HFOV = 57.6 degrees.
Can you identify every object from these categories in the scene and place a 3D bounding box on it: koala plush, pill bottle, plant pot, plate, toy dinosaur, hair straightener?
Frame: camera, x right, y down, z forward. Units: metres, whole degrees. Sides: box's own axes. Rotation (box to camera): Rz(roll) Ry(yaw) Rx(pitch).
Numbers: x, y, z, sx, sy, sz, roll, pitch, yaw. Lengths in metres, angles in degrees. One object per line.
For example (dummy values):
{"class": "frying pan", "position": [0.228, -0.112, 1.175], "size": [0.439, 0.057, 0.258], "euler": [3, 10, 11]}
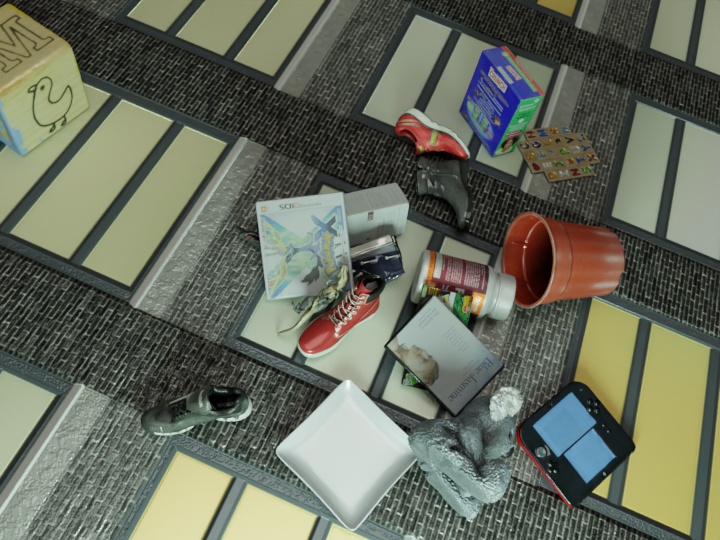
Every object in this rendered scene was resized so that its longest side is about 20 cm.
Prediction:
{"class": "koala plush", "position": [0.207, 0.298, 1.178], "size": [0.184, 0.178, 0.200], "euler": [42, 60, 14]}
{"class": "pill bottle", "position": [0.213, 0.035, 1.364], "size": [0.198, 0.114, 0.115], "euler": [14, 59, -1]}
{"class": "plant pot", "position": [0.437, -0.020, 1.399], "size": [0.194, 0.201, 0.202], "euler": [1, 60, -18]}
{"class": "plate", "position": [-0.021, 0.334, 1.202], "size": [0.199, 0.032, 0.200], "euler": [42, 62, 13]}
{"class": "toy dinosaur", "position": [-0.089, 0.064, 1.270], "size": [0.200, 0.088, 0.048], "euler": [-41, 81, -1]}
{"class": "hair straightener", "position": [-0.182, -0.060, 1.402], "size": [0.199, 0.041, 0.077], "euler": [31, 60, 13]}

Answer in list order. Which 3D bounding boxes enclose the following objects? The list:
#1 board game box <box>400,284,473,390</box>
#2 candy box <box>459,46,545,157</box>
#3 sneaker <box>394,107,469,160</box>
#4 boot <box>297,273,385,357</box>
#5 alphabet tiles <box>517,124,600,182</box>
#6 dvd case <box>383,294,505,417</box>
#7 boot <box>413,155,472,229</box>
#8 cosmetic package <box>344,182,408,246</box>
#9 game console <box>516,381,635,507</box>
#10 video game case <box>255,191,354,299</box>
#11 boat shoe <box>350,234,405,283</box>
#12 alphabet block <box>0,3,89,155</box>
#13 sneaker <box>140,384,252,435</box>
{"class": "board game box", "position": [0.152, 0.138, 1.295], "size": [0.104, 0.023, 0.202], "euler": [12, 88, -4]}
{"class": "candy box", "position": [0.335, -0.407, 1.585], "size": [0.077, 0.200, 0.170], "euler": [-20, 66, -19]}
{"class": "sneaker", "position": [0.171, -0.310, 1.590], "size": [0.199, 0.077, 0.085], "euler": [33, 81, 11]}
{"class": "boot", "position": [-0.038, 0.082, 1.278], "size": [0.199, 0.145, 0.072], "euler": [-35, 73, -23]}
{"class": "alphabet tiles", "position": [0.503, -0.300, 1.665], "size": [0.198, 0.006, 0.168], "euler": [-11, 63, -15]}
{"class": "dvd case", "position": [0.163, 0.167, 1.275], "size": [0.200, 0.018, 0.143], "euler": [45, 86, -2]}
{"class": "boot", "position": [0.189, -0.178, 1.518], "size": [0.130, 0.070, 0.201], "euler": [1, 53, -1]}
{"class": "cosmetic package", "position": [-0.002, -0.114, 1.416], "size": [0.198, 0.102, 0.074], "euler": [-17, 53, -17]}
{"class": "game console", "position": [0.419, 0.331, 1.279], "size": [0.199, 0.031, 0.177], "euler": [-31, 70, -23]}
{"class": "video game case", "position": [-0.112, -0.049, 1.327], "size": [0.181, 0.022, 0.202], "euler": [-6, 94, 5]}
{"class": "boat shoe", "position": [0.000, 0.000, 1.376], "size": [0.199, 0.075, 0.093], "euler": [-22, 82, -8]}
{"class": "alphabet block", "position": [-0.745, -0.410, 1.413], "size": [0.196, 0.196, 0.200], "euler": [35, 62, 9]}
{"class": "sneaker", "position": [-0.294, 0.243, 1.174], "size": [0.198, 0.091, 0.067], "euler": [-8, 61, -14]}
